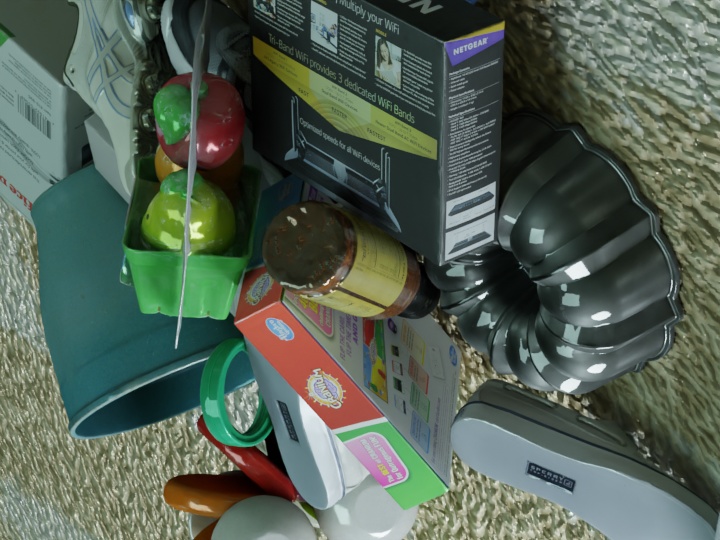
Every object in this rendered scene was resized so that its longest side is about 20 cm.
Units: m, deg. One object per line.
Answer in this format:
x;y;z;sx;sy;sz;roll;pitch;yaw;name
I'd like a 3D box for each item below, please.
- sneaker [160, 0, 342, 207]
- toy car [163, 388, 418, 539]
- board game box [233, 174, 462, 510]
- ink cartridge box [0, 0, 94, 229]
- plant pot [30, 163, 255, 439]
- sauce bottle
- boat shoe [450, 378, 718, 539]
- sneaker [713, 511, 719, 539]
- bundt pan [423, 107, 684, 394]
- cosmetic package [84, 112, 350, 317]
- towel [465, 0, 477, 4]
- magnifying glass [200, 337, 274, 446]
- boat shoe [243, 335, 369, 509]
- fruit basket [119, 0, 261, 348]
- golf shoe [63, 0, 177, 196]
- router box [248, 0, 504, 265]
-0.058;-0.142;1.643;0.200;0.075;0.114;52;144;6;sneaker
-0.060;0.160;1.809;0.150;0.200;0.175;68;168;-10;toy car
-0.004;0.048;1.612;0.040;0.153;0.200;-27;120;25;board game box
-0.264;-0.140;1.926;0.147;0.083;0.200;41;146;24;ink cartridge box
-0.170;0.010;1.845;0.200;0.200;0.188;-41;68;60;plant pot
0.000;0.000;1.541;0.066;0.066;0.200;43;-174;22;sauce bottle
0.163;0.131;1.585;0.200;0.065;0.074;28;136;7;boat shoe
0.267;0.198;1.490;0.071;0.073;0.200;37;144;36;sneaker
0.114;-0.002;1.520;0.202;0.076;0.202;35;143;31;bundt pan
-0.107;-0.061;1.741;0.200;0.107;0.090;47;163;22;cosmetic package
0.034;-0.206;1.469;0.112;0.048;0.200;48;149;13;towel
-0.061;0.079;1.740;0.022;0.200;0.080;-2;99;31;magnifying glass
-0.023;0.074;1.686;0.075;0.086;0.202;20;134;50;boat shoe
-0.118;-0.077;1.558;0.185;0.093;0.200;-89;-2;-58;fruit basket
-0.174;-0.133;1.704;0.097;0.078;0.200;-15;66;29;golf shoe
0.007;-0.116;1.470;0.200;0.052;0.158;33;135;41;router box
